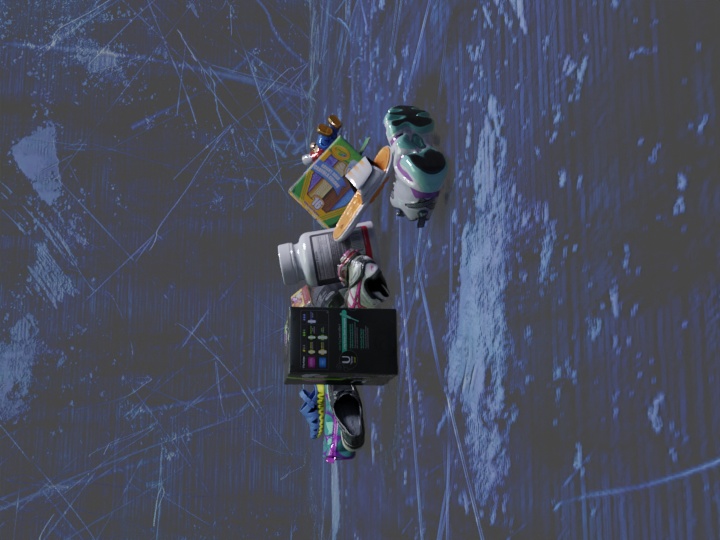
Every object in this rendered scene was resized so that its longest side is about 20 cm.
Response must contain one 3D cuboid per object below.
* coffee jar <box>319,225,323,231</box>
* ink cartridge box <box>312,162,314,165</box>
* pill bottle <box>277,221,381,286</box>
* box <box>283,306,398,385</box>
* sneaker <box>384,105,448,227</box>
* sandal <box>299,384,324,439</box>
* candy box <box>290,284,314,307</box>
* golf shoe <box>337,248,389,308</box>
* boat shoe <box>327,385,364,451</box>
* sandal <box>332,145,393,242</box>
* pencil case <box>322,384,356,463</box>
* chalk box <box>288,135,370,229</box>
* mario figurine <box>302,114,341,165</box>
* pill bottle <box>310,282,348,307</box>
[{"bbox_3d":[-0.060,-0.028,2.007,0.105,0.084,0.202,104,165,-56],"label":"coffee jar"},{"bbox_3d":[-0.166,-0.336,2.957,0.095,0.037,0.202,-109,19,-70],"label":"ink cartridge box"},{"bbox_3d":[-0.062,-0.028,1.568,0.111,0.198,0.112,170,90,-88],"label":"pill bottle"},{"bbox_3d":[-0.041,0.143,1.449,0.149,0.197,0.126,117,153,-72],"label":"box"},{"bbox_3d":[0.070,-0.144,1.156,0.201,0.077,0.141,-97,13,-48],"label":"sneaker"},{"bbox_3d":[-0.166,0.476,2.659,0.079,0.086,0.203,-140,50,-77],"label":"sandal"},{"bbox_3d":[-0.080,0.138,1.821,0.201,0.056,0.117,52,-175,-18],"label":"candy box"},{"bbox_3d":[0.015,0.048,1.507,0.073,0.092,0.201,-47,-32,-21],"label":"golf shoe"},{"bbox_3d":[-0.032,0.304,1.767,0.066,0.074,0.201,95,168,-56],"label":"boat shoe"},{"bbox_3d":[-0.007,-0.152,1.484,0.208,0.059,0.079,-59,26,4],"label":"sandal"},{"bbox_3d":[-0.051,0.353,1.879,0.092,0.084,0.203,3,-93,-70],"label":"pencil case"},{"bbox_3d":[-0.041,-0.197,1.647,0.200,0.124,0.125,-46,7,-2],"label":"chalk box"},{"bbox_3d":[-0.123,-0.395,2.400,0.201,0.122,0.107,113,145,-58],"label":"mario figurine"},{"bbox_3d":[-0.047,0.066,1.693,0.200,0.105,0.107,-128,38,-56],"label":"pill bottle"}]
